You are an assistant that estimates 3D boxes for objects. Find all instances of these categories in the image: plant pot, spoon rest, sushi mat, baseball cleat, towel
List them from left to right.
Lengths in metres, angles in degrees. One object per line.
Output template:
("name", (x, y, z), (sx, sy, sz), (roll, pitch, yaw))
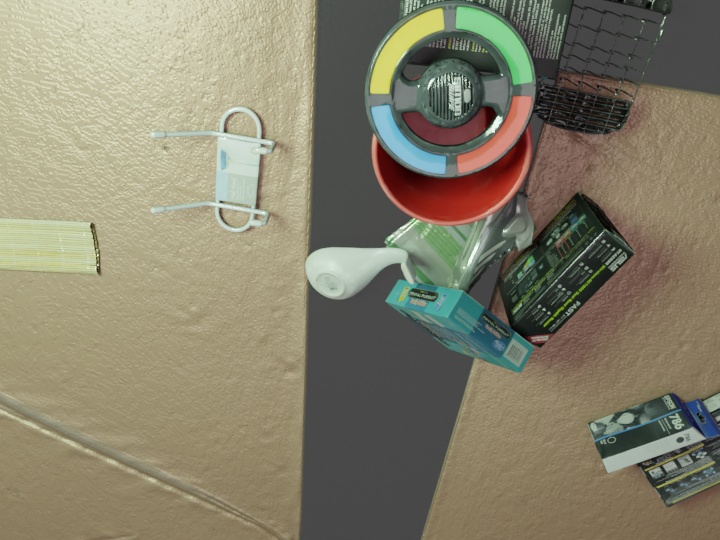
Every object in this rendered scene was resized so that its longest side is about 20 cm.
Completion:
("sushi mat", (-0.530, -0.040, 1.080), (0.198, 0.012, 0.097), (3, 116, 1))
("spoon rest", (0.000, 0.000, 1.041), (0.198, 0.061, 0.100), (-6, 125, 32))
("plant pot", (0.116, -0.184, 0.888), (0.198, 0.178, 0.202), (1, 117, 2))
("towel", (0.157, -0.055, 1.039), (0.200, 0.031, 0.149), (-38, 112, 17))
("baseball cleat", (0.200, -0.027, 0.998), (0.105, 0.070, 0.201), (14, 116, -7))

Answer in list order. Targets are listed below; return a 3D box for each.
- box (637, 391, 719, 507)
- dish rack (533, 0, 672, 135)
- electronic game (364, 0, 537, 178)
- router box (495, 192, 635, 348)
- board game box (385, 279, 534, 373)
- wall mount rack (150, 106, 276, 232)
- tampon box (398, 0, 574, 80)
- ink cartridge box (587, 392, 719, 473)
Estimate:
("box", (0.608, 0.327, 1.194), (0.199, 0.049, 0.162), (-34, 109, 17))
("dish rack", (0.321, -0.291, 0.897), (0.152, 0.055, 0.202), (11, 118, -2))
("electronic game", (0.103, -0.204, 0.757), (0.198, 0.042, 0.202), (1, 116, 2))
("router box", (0.298, -0.002, 0.986), (0.062, 0.150, 0.200), (33, 114, -13))
("board game box", (0.145, 0.080, 1.003), (0.151, 0.200, 0.047), (37, 80, -21))
("wall mount rack", (-0.217, -0.142, 0.980), (0.172, 0.075, 0.202), (8, 116, -2))
("tampon box", (0.148, -0.324, 0.829), (0.198, 0.150, 0.127), (6, 113, -1))
("ink cartridge box", (0.506, 0.274, 1.143), (0.199, 0.100, 0.039), (-24, 112, 13))
